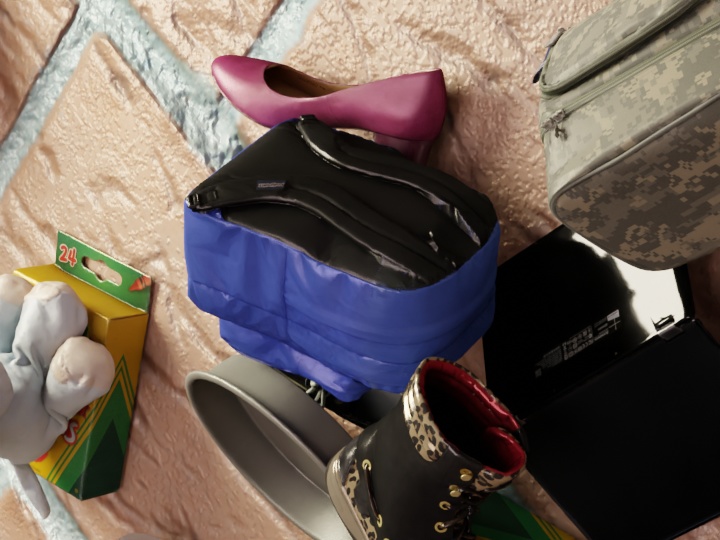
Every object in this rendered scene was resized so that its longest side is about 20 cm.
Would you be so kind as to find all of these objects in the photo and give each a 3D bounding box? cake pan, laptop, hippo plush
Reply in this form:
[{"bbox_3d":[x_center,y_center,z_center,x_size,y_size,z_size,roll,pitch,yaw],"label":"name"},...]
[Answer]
[{"bbox_3d":[-0.049,0.139,1.505,0.200,0.037,0.201,39,160,18],"label":"cake pan"},{"bbox_3d":[0.190,0.067,1.379,0.187,0.115,0.201,-34,46,37],"label":"laptop"},{"bbox_3d":[-0.320,0.097,1.646,0.159,0.160,0.201,47,123,24],"label":"hippo plush"}]

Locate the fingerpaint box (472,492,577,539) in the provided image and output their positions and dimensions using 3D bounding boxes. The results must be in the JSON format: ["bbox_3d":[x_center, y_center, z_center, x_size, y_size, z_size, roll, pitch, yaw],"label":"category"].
[{"bbox_3d":[0.087,0.270,1.452,0.166,0.073,0.202,27,117,34],"label":"fingerpaint box"}]

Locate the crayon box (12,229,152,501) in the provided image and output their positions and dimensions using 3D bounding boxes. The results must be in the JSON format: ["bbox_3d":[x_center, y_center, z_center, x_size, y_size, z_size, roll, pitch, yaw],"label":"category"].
[{"bbox_3d":[-0.251,0.080,1.724,0.126,0.051,0.202,23,111,36],"label":"crayon box"}]

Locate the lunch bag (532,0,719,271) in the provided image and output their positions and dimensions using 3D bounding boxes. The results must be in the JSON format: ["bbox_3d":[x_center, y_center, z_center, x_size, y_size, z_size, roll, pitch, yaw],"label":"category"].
[{"bbox_3d":[0.208,-0.117,1.256,0.199,0.139,0.169,-31,44,37],"label":"lunch bag"}]

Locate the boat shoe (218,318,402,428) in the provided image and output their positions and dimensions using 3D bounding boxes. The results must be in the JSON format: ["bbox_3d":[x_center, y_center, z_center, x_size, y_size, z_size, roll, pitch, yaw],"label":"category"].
[{"bbox_3d":[-0.025,0.072,1.526,0.200,0.062,0.075,37,116,30],"label":"boat shoe"}]

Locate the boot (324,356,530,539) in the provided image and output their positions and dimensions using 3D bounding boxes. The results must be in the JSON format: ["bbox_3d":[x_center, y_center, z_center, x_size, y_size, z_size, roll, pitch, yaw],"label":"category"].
[{"bbox_3d":[0.065,0.167,1.335,0.201,0.073,0.151,57,140,21],"label":"boot"}]

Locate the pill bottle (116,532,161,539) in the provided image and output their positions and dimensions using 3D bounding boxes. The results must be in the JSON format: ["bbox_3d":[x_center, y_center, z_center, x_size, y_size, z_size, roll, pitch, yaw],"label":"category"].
[{"bbox_3d":[-0.219,0.316,1.698,0.104,0.104,0.201,48,123,24],"label":"pill bottle"}]

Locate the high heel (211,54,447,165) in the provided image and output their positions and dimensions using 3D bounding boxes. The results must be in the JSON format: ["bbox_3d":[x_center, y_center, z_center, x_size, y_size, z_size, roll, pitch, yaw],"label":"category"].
[{"bbox_3d":[-0.023,-0.143,1.486,0.199,0.067,0.097,25,123,19],"label":"high heel"}]

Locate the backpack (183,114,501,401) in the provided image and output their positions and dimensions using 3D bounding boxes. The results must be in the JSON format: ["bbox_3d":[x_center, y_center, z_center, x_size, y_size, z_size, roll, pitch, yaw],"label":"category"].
[{"bbox_3d":[0.000,0.000,1.413,0.199,0.163,0.169,19,133,26],"label":"backpack"}]
